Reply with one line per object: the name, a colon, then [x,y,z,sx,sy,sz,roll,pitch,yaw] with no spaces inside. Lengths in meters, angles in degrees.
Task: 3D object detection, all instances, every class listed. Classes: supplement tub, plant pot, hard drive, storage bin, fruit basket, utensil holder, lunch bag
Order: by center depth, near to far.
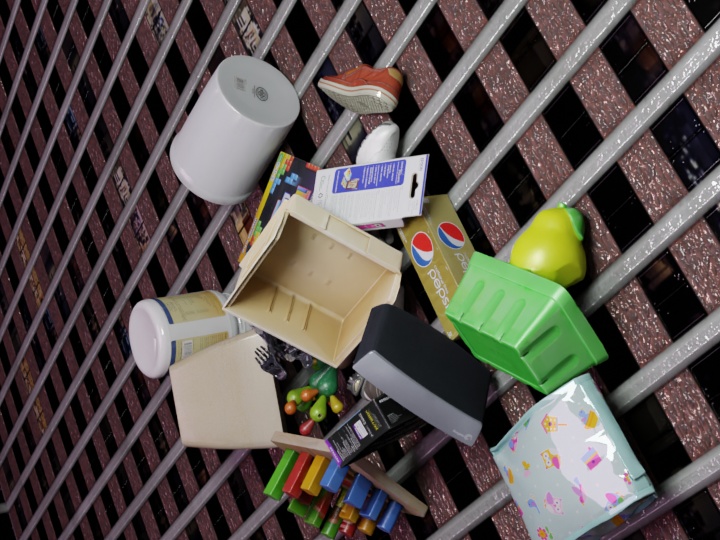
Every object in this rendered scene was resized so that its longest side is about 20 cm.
lunch bag: [0.272,0.241,1.400,0.172,0.120,0.201,64,146,24]
fruit basket: [0.229,0.027,1.430,0.214,0.216,0.156,10,145,52]
hard drive: [0.090,0.135,1.525,0.199,0.136,0.042,34,130,-11]
storage bin: [-0.066,0.016,1.653,0.199,0.198,0.095,-49,18,43]
utensil holder: [-0.213,-0.240,1.932,0.200,0.168,0.172,-49,58,42]
plant pot: [-0.229,0.217,1.955,0.200,0.174,0.203,117,141,-84]
supplement tub: [-0.315,0.115,2.101,0.143,0.198,0.147,13,106,51]

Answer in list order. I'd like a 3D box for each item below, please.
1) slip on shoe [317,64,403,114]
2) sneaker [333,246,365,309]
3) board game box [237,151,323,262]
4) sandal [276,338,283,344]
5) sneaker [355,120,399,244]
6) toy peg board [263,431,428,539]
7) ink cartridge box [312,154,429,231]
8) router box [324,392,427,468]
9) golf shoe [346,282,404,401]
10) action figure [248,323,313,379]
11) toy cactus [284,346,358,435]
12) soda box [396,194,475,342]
slip on shoe: [0.002,-0.281,1.725,0.199,0.074,0.062,15,73,58]
sneaker: [0.000,0.001,1.742,0.201,0.092,0.071,104,-176,-46]
board game box: [-0.105,-0.077,1.848,0.164,0.056,0.203,25,95,49]
sandal: [-0.096,0.063,1.908,0.201,0.074,0.048,-58,34,41]
sneaker: [0.037,-0.129,1.706,0.087,0.074,0.203,32,128,31]
toy peg board: [-0.036,0.351,1.757,0.198,0.200,0.099,-1,55,53]
ink cartridge box: [0.016,-0.108,1.634,0.198,0.037,0.096,-6,67,36]
router box: [0.063,0.200,1.604,0.052,0.198,0.149,59,138,14]
golf shoe: [0.050,0.113,1.730,0.093,0.077,0.203,24,114,22]
action figure: [-0.111,0.099,1.811,0.103,0.118,0.200,62,-171,-10]
toy cactus: [-0.047,0.170,1.809,0.102,0.200,0.166,34,108,-3]
soda box: [0.125,-0.005,1.599,0.068,0.063,0.202,-49,59,46]
